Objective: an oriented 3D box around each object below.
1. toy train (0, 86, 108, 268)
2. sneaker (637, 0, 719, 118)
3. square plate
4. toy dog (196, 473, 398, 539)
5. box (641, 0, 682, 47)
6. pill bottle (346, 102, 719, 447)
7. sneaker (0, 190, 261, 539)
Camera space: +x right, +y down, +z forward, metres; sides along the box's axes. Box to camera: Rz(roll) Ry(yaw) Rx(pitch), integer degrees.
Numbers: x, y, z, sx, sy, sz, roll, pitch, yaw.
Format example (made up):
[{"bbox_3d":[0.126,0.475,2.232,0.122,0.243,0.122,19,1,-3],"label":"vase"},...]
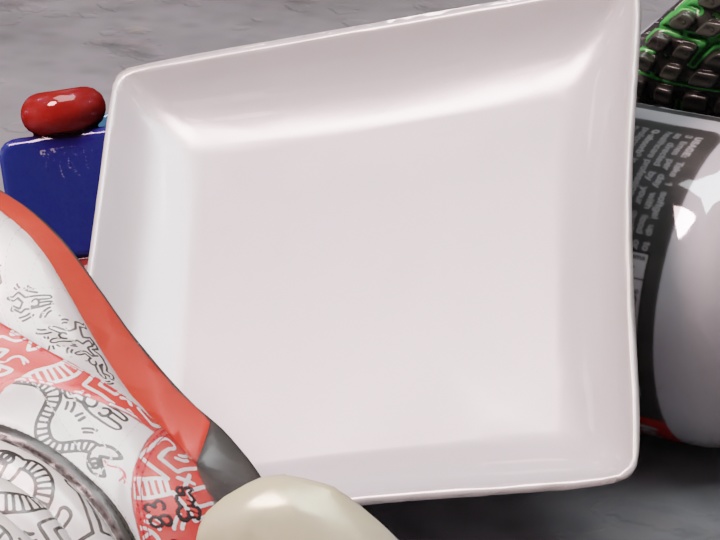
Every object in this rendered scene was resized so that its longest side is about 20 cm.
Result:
[{"bbox_3d":[-0.039,-0.045,1.108,0.200,0.085,0.116,-8,6,5],"label":"toy train"},{"bbox_3d":[0.146,-0.069,1.022,0.078,0.200,0.085,25,68,8],"label":"sneaker"},{"bbox_3d":[0.000,0.000,0.907,0.198,0.028,0.200,-8,54,17],"label":"square plate"},{"bbox_3d":[-0.037,0.166,0.519,0.194,0.140,0.200,44,30,7],"label":"toy dog"},{"bbox_3d":[0.221,-0.078,1.265,0.200,0.048,0.158,8,21,21],"label":"box"},{"bbox_3d":[0.098,-0.001,0.959,0.200,0.116,0.116,13,24,31],"label":"pill bottle"},{"bbox_3d":[-0.125,0.044,0.831,0.108,0.067,0.201,-22,54,-40],"label":"sneaker"}]
